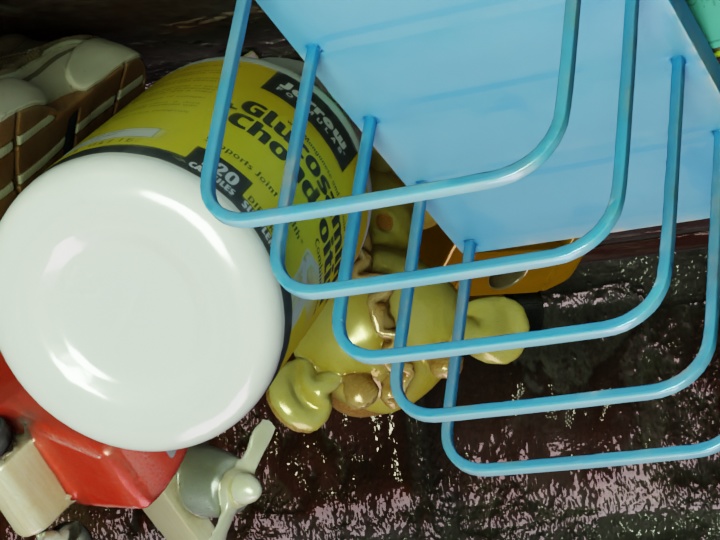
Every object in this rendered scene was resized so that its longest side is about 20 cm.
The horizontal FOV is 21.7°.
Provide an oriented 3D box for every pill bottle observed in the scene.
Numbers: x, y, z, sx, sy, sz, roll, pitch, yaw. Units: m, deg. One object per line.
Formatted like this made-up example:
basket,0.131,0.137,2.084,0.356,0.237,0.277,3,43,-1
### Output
pill bottle,-0.058,-0.019,0.736,0.111,0.113,0.200,-7,-161,18

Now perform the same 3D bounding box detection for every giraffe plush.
giraffe plush,0.000,0.000,0.925,0.172,0.163,0.200,-32,156,12

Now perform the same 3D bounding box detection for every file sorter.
file sorter,0.052,-0.026,0.661,0.138,0.123,0.200,-9,145,27

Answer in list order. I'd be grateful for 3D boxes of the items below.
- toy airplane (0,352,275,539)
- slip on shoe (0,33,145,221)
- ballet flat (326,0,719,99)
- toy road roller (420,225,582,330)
toy airplane,-0.124,0.040,0.843,0.141,0.199,0.200,-36,159,-8
slip on shoe,-0.142,-0.052,0.715,0.060,0.076,0.200,18,-155,8
ballet flat,0.080,-0.099,0.725,0.199,0.067,0.067,-10,-156,32
toy road roller,0.068,-0.040,1.301,0.122,0.146,0.200,-3,138,-36
